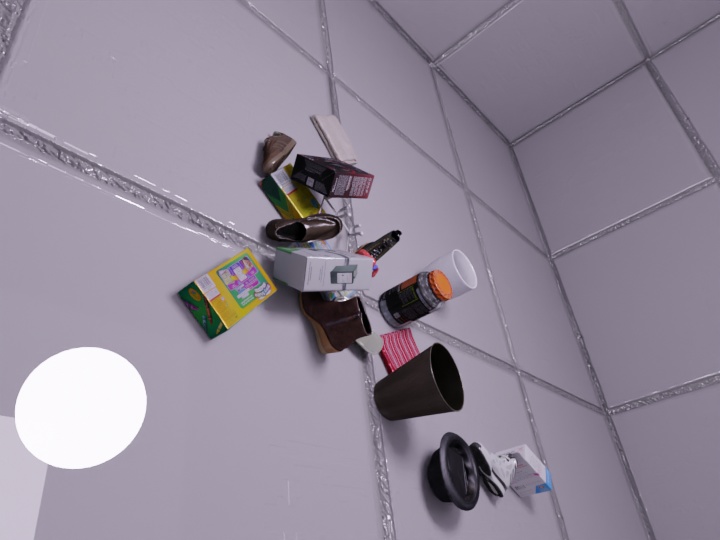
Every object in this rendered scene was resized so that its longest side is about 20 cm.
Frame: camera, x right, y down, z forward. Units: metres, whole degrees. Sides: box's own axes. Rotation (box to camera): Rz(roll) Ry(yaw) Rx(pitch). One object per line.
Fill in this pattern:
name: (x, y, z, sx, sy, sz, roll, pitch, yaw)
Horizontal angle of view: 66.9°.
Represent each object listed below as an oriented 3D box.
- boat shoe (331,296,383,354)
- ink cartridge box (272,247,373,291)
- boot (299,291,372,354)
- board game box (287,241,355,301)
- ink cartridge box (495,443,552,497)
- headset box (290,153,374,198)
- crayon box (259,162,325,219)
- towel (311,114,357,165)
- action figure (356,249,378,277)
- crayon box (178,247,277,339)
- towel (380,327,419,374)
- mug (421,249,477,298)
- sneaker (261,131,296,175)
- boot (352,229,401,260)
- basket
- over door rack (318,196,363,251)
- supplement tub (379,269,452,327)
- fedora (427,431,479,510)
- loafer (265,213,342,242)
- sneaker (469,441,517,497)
boat shoe: (-0.019, 0.143, 1.434, 0.072, 0.060, 0.202, -47, 117, -17)
ink cartridge box: (-0.090, -0.004, 1.329, 0.200, 0.146, 0.084, 0, 100, -39)
boot: (-0.059, 0.093, 1.325, 0.072, 0.166, 0.200, -1, 66, -51)
board game box: (-0.102, -0.002, 1.475, 0.200, 0.034, 0.134, 59, 31, -2)
ink cartridge box: (0.513, 0.634, 1.759, 0.200, 0.115, 0.068, 49, 32, -18)
headset box: (-0.069, -0.259, 1.515, 0.148, 0.075, 0.200, 30, 22, 31)
crayon box: (-0.176, -0.187, 1.502, 0.200, 0.051, 0.127, 55, 29, -9)
towel: (-0.084, -0.450, 1.875, 0.200, 0.034, 0.132, 61, 30, 2)
action figure: (0.000, 0.000, 1.466, 0.065, 0.099, 0.200, 41, -5, 9)
crayon box: (-0.275, 0.044, 1.160, 0.119, 0.058, 0.200, 56, 31, -7)
towel: (0.122, 0.246, 1.606, 0.200, 0.022, 0.145, -5, 70, -57)
mug: (0.290, 0.015, 1.893, 0.148, 0.175, 0.200, 46, 33, -23)
sneaker: (-0.247, -0.331, 1.527, 0.075, 0.070, 0.200, 33, 32, -6)
boot: (0.039, -0.053, 1.621, 0.078, 0.138, 0.200, 51, 33, -16)
basket: (0.145, 0.307, 1.413, 0.136, 0.200, 0.181, 21, 47, -45)
over door rack: (-0.061, -0.131, 1.521, 0.148, 0.067, 0.200, 54, 29, -21)
supplement tub: (0.167, 0.082, 1.634, 0.122, 0.200, 0.123, 35, 40, -35)
fedora: (0.236, 0.541, 1.457, 0.200, 0.092, 0.201, 36, 38, -35)
loafer: (-0.136, -0.098, 1.383, 0.071, 0.199, 0.073, -139, -137, -65)
sneaker: (0.404, 0.573, 1.653, 0.115, 0.076, 0.201, -39, 108, -31)
